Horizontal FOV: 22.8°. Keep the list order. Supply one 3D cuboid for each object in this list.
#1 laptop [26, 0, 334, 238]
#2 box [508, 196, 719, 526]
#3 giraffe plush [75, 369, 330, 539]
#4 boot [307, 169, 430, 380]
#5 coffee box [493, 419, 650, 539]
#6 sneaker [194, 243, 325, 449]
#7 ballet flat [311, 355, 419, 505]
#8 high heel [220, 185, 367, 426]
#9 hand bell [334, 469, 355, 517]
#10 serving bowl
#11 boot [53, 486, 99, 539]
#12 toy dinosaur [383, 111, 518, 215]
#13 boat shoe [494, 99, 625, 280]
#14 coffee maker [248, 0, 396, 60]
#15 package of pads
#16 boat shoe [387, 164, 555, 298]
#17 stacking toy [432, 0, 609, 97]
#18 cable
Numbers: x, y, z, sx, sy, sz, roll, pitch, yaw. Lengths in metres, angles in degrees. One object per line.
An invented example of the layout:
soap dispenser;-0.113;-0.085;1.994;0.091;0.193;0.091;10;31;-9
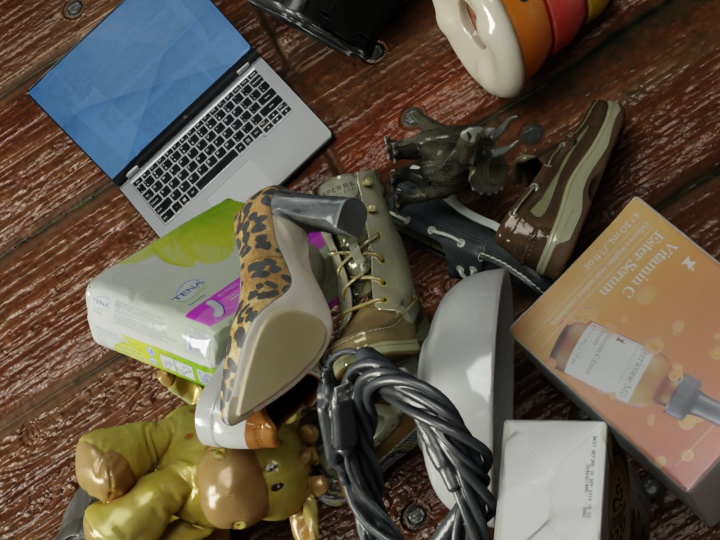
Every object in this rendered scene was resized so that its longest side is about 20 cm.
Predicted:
laptop;-0.166;-0.144;1.654;0.187;0.116;0.200;-43;59;1
box;0.245;0.070;1.401;0.152;0.106;0.200;-47;59;-2
giraffe plush;-0.110;0.172;1.460;0.162;0.173;0.200;-3;35;39
boot;0.000;0.000;1.427;0.072;0.200;0.156;-16;92;13
coffee box;0.160;0.194;1.329;0.079;0.200;0.114;0;67;18
sneaker;-0.053;0.063;1.415;0.084;0.073;0.201;7;52;24
ballet flat;0.029;0.116;1.492;0.200;0.072;0.072;-44;60;-1
high heel;-0.083;0.026;1.382;0.142;0.071;0.201;7;64;52
hand bell;0.010;0.217;1.422;0.104;0.104;0.201;-21;69;13
serving bowl;0.081;0.098;1.396;0.065;0.200;0.201;2;69;9
boot;-0.249;0.286;1.524;0.175;0.069;0.200;-89;24;-48
toy dinosaur;0.074;-0.092;1.503;0.102;0.200;0.077;-5;99;-1
boat shoe;0.162;-0.082;1.475;0.074;0.075;0.203;21;44;7
coffee maker;-0.006;-0.305;1.619;0.134;0.192;0.201;26;92;-15
package of pads;-0.118;0.014;1.531;0.154;0.069;0.200;17;35;33
boat shoe;0.095;-0.017;1.523;0.060;0.076;0.200;-50;48;-4
stacking toy;0.171;-0.256;1.575;0.199;0.146;0.146;-29;59;-11
cable;0.040;0.155;1.314;0.051;0.201;0.163;-27;28;-38
